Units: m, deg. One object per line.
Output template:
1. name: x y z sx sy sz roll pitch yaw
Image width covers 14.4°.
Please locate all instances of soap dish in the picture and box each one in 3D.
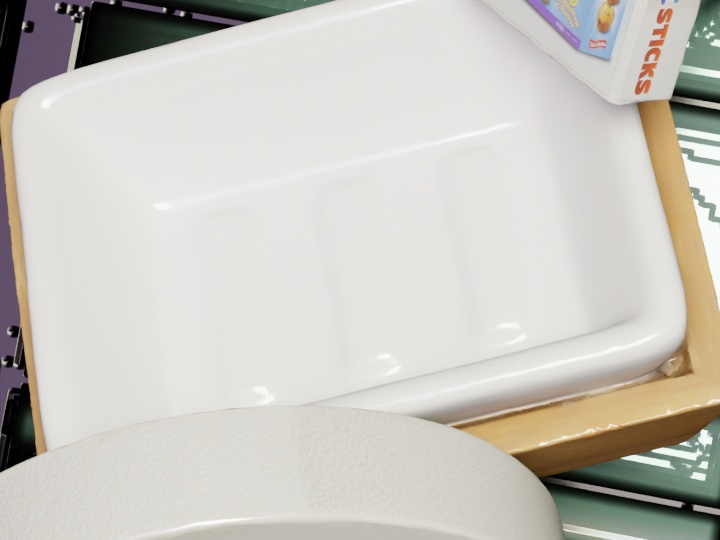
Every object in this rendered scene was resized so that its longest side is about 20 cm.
1. soap dish: 0.000 0.000 0.843 0.200 0.081 0.158 -14 60 5

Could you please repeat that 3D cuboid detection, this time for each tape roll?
1. tape roll: -0.038 0.105 0.812 0.202 0.203 0.037 -14 57 6

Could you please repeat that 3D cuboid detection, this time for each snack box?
1. snack box: 0.030 -0.127 0.824 0.200 0.024 0.072 44 130 41
